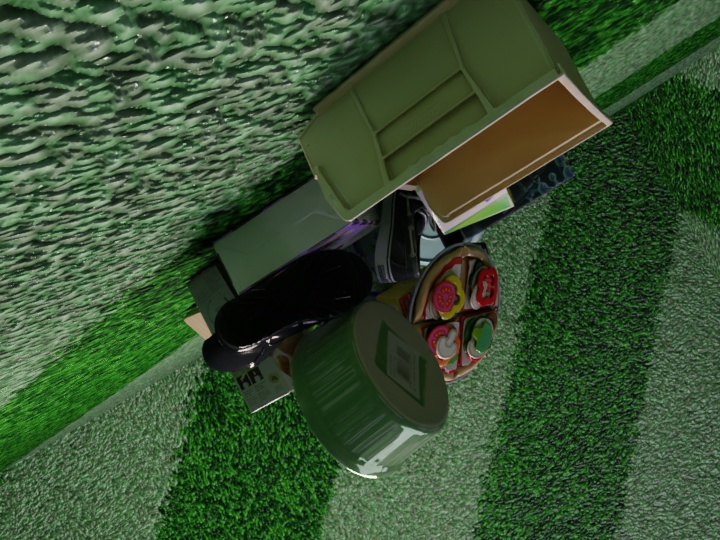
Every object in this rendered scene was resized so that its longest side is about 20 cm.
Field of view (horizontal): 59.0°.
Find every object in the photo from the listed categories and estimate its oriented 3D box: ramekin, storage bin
[{"bbox_3d":[0.019,0.136,0.779,0.097,0.202,0.199,-39,174,27],"label":"ramekin"},{"bbox_3d":[0.081,-0.120,0.525,0.196,0.096,0.198,-32,168,28],"label":"storage bin"}]

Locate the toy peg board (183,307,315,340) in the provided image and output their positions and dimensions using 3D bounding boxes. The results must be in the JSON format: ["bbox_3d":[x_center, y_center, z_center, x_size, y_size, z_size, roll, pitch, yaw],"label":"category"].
[{"bbox_3d":[-0.184,0.093,1.183,0.196,0.200,0.099,-20,-145,38],"label":"toy peg board"}]

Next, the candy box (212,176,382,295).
[{"bbox_3d":[-0.068,-0.049,0.811,0.165,0.073,0.200,-31,177,13],"label":"candy box"}]

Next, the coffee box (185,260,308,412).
[{"bbox_3d":[-0.148,0.080,0.913,0.079,0.204,0.114,-29,179,25],"label":"coffee box"}]

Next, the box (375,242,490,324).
[{"bbox_3d":[0.115,0.029,0.932,0.197,0.077,0.050,-28,-164,-33],"label":"box"}]

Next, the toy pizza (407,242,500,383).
[{"bbox_3d":[0.143,0.063,0.902,0.198,0.205,0.031,-28,-153,-34],"label":"toy pizza"}]

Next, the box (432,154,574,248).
[{"bbox_3d":[0.187,-0.148,0.949,0.197,0.151,0.107,-29,178,-10],"label":"box"}]

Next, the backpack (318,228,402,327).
[{"bbox_3d":[0.000,0.000,1.002,0.181,0.202,0.148,12,128,-48],"label":"backpack"}]

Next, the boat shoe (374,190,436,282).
[{"bbox_3d":[0.065,-0.073,0.847,0.066,0.075,0.203,-5,-135,18],"label":"boat shoe"}]

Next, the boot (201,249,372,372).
[{"bbox_3d":[-0.095,0.053,0.771,0.196,0.078,0.168,-24,173,-23],"label":"boot"}]

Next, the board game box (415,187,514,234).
[{"bbox_3d":[0.106,-0.109,0.717,0.093,0.031,0.200,-21,144,19],"label":"board game box"}]

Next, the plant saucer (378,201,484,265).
[{"bbox_3d":[0.120,-0.085,1.056,0.197,0.201,0.028,-30,-149,21],"label":"plant saucer"}]
